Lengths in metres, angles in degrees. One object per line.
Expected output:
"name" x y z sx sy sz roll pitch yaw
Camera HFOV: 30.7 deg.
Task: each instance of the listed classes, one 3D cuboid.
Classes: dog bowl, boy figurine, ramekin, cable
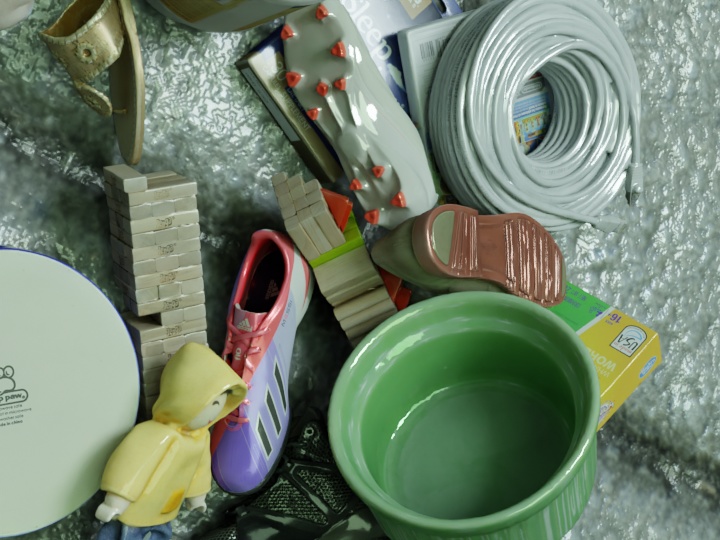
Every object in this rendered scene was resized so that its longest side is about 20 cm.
"dog bowl" -0.259 0.083 0.921 0.198 0.079 0.202 -1 92 -27
"boy figurine" -0.138 0.152 0.932 0.202 0.064 0.124 -66 154 -2
"ramekin" 0.082 0.124 0.971 0.200 0.199 0.098 -43 142 -19
"cable" 0.148 -0.131 1.084 0.198 0.069 0.202 -1 99 -32

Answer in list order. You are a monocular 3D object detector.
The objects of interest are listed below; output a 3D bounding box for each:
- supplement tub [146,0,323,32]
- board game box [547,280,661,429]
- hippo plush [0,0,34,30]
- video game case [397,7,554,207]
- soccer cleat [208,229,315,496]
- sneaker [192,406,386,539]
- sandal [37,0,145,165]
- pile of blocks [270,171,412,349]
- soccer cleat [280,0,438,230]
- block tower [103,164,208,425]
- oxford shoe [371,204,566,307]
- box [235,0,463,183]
"supplement tub" -0.084 -0.249 0.933 0.143 0.200 0.146 -1 92 -27
"board game box" 0.126 0.095 1.075 0.200 0.153 0.040 -44 143 -20
"hippo plush" -0.252 -0.239 0.889 0.161 0.199 0.160 -39 110 -44
"video game case" 0.107 -0.118 1.111 0.142 0.018 0.202 -20 109 -29
"soccer cleat" -0.083 0.067 0.992 0.068 0.073 0.202 7 73 17
"sneaker" -0.070 0.176 1.023 0.198 0.076 0.115 -17 88 -20
"sandal" -0.195 -0.179 0.931 0.069 0.078 0.214 -6 114 -26
"pile of blocks" 0.000 0.000 1.040 0.062 0.082 0.201 -24 119 6
"soccer cleat" -0.001 -0.126 1.025 0.077 0.069 0.201 -28 94 -59
"block tower" -0.148 0.023 0.969 0.057 0.054 0.202 -12 108 -26
"oxford shoe" 0.091 -0.010 1.040 0.199 0.073 0.072 18 68 -45
"box" 0.008 -0.181 1.075 0.200 0.032 0.122 -44 109 -20
